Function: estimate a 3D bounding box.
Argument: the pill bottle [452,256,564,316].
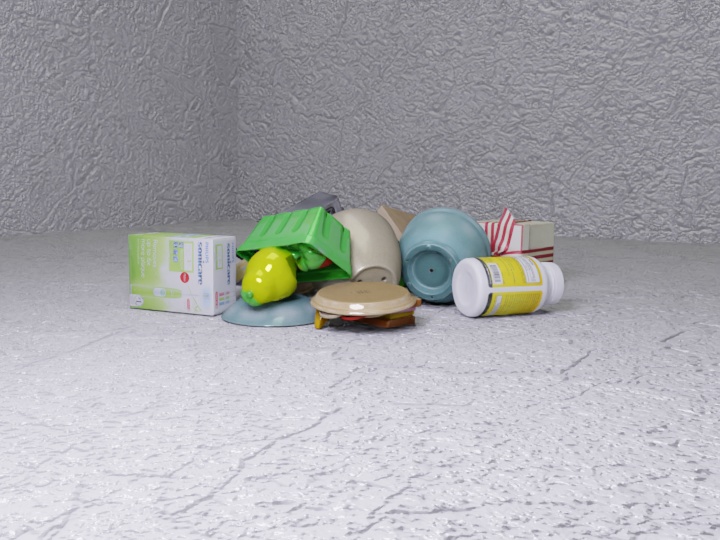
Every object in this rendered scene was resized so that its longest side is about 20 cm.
[{"bbox_3d":[0.288,0.029,1.485,0.199,0.113,0.112,-2,8,-23],"label":"pill bottle"}]

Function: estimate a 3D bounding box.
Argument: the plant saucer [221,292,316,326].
[{"bbox_3d":[-0.160,0.067,1.435,0.200,0.039,0.201,0,7,0],"label":"plant saucer"}]

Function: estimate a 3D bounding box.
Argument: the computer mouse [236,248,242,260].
[{"bbox_3d":[-0.239,-0.010,1.870,0.140,0.046,0.200,39,-21,-31],"label":"computer mouse"}]

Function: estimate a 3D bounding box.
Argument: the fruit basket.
[{"bbox_3d":[-0.134,-0.006,1.399,0.215,0.216,0.155,8,-23,45],"label":"fruit basket"}]

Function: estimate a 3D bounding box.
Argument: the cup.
[{"bbox_3d":[0.000,0.000,1.499,0.199,0.201,0.143,-2,30,-19],"label":"cup"}]

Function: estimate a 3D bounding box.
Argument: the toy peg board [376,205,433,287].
[{"bbox_3d":[0.122,-0.038,1.838,0.199,0.098,0.200,10,40,-55],"label":"toy peg board"}]

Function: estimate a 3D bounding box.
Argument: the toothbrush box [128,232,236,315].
[{"bbox_3d":[-0.347,0.003,1.494,0.199,0.146,0.086,4,8,22],"label":"toothbrush box"}]

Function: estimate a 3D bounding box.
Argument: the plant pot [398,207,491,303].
[{"bbox_3d":[0.159,-0.016,1.576,0.199,0.201,0.134,3,20,19],"label":"plant pot"}]

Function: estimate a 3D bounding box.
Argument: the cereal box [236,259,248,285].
[{"bbox_3d":[-0.195,-0.020,1.672,0.144,0.040,0.200,-28,-6,23],"label":"cereal box"}]

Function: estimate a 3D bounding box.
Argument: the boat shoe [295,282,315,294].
[{"bbox_3d":[-0.130,0.025,1.705,0.199,0.071,0.065,-13,-21,-32],"label":"boat shoe"}]

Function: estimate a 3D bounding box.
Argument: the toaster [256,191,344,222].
[{"bbox_3d":[-0.119,-0.076,1.868,0.200,0.181,0.118,-31,26,-30],"label":"toaster"}]

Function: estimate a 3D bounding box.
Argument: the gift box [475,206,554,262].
[{"bbox_3d":[0.334,-0.050,1.798,0.184,0.201,0.186,0,7,40],"label":"gift box"}]

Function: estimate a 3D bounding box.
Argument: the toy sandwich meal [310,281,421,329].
[{"bbox_3d":[0.008,0.070,1.346,0.204,0.071,0.205,-1,12,0],"label":"toy sandwich meal"}]
